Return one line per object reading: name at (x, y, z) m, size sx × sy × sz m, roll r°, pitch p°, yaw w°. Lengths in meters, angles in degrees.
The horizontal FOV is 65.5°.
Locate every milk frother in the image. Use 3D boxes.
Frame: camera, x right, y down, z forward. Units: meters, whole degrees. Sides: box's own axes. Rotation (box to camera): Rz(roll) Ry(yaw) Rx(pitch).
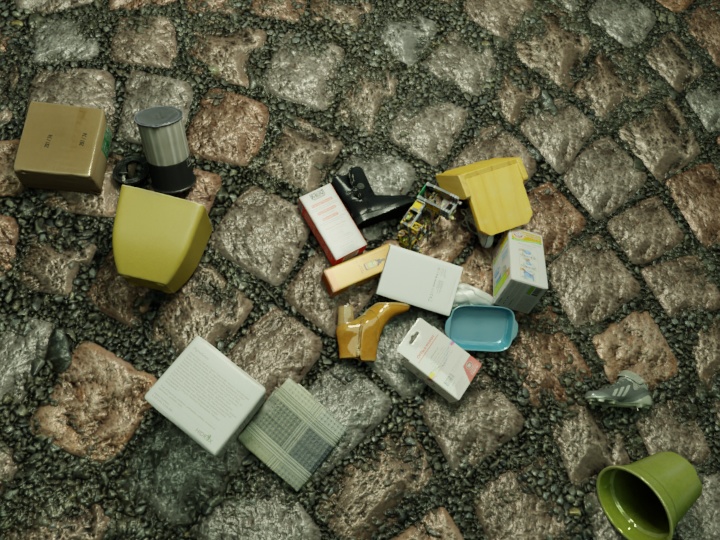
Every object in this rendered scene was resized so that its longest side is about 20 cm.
milk frother at (-0.539, -0.309, 1.417) m, size 0.199 × 0.189 × 0.181 m, roll -17°, pitch 42°, yaw -20°

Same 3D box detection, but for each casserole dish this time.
casserole dish at (0.315, 0.149, 1.476) m, size 0.198 × 0.039 × 0.122 m, roll 4°, pitch 99°, yaw -8°

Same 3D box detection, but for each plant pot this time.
plant pot at (0.721, 0.540, 1.370) m, size 0.183 × 0.200 × 0.201 m, roll -17°, pitch 75°, yaw -27°
plant pot at (-0.488, -0.059, 1.349) m, size 0.194 × 0.194 × 0.201 m, roll 14°, pitch 75°, yaw -5°

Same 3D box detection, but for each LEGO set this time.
LEGO set at (0.193, -0.129, 1.507) m, size 0.115 × 0.154 × 0.200 m, roll 29°, pitch 61°, yaw 19°

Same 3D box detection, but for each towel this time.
towel at (-0.162, 0.388, 1.340) m, size 0.200 × 0.035 × 0.193 m, roll 41°, pitch 73°, yaw 3°

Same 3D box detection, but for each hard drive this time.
hard drive at (0.152, 0.026, 1.449) m, size 0.199 × 0.027 × 0.133 m, roll 17°, pitch 88°, yaw -6°

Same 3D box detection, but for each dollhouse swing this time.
dollhouse swing at (0.347, -0.204, 1.550) m, size 0.199 × 0.182 × 0.177 m, roll -19°, pitch 106°, yaw -18°

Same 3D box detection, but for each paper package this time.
paper package at (-0.751, -0.310, 1.427) m, size 0.189 × 0.104 × 0.201 m, roll 5°, pitch 70°, yaw -10°

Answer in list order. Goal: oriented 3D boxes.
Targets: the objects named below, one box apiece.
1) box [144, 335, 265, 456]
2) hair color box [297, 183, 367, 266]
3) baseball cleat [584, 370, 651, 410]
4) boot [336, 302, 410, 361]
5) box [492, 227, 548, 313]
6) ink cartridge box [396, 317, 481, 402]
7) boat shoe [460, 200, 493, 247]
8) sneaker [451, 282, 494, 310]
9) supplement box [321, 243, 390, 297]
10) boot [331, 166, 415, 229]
box at (-0.336, 0.286, 1.248) m, size 0.200 × 0.199 × 0.172 m, roll 38°, pitch 69°, yaw 4°
hair color box at (-0.077, -0.122, 1.505) m, size 0.101 × 0.061 × 0.201 m, roll -27°, pitch 79°, yaw -17°
baseball cleat at (0.681, 0.318, 1.496) m, size 0.199 × 0.070 × 0.107 m, roll 11°, pitch 63°, yaw -16°
boot at (0.037, 0.158, 1.435) m, size 0.200 × 0.071 × 0.145 m, roll -4°, pitch 79°, yaw -9°
box at (0.422, -0.005, 1.495) m, size 0.101 × 0.113 × 0.201 m, roll 16°, pitch 48°, yaw -5°
ink cartridge box at (0.192, 0.228, 1.432) m, size 0.200 × 0.068 × 0.117 m, roll 39°, pitch 69°, yaw 2°
boat shoe at (0.322, -0.159, 1.581) m, size 0.085 × 0.075 × 0.203 m, roll 2°, pitch 68°, yaw -10°
sneaker at (0.259, 0.076, 1.502) m, size 0.199 × 0.075 × 0.089 m, roll 20°, pitch 83°, yaw 2°
supplement box at (0.000, 0.000, 1.476) m, size 0.199 × 0.069 × 0.067 m, roll -23°, pitch 78°, yaw -15°
boot at (0.035, -0.218, 1.548) m, size 0.199 × 0.076 × 0.169 m, roll -20°, pitch 73°, yaw -20°
